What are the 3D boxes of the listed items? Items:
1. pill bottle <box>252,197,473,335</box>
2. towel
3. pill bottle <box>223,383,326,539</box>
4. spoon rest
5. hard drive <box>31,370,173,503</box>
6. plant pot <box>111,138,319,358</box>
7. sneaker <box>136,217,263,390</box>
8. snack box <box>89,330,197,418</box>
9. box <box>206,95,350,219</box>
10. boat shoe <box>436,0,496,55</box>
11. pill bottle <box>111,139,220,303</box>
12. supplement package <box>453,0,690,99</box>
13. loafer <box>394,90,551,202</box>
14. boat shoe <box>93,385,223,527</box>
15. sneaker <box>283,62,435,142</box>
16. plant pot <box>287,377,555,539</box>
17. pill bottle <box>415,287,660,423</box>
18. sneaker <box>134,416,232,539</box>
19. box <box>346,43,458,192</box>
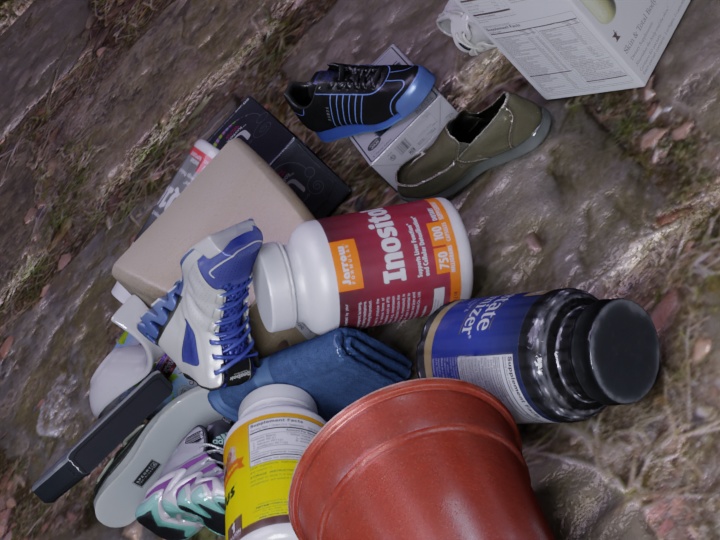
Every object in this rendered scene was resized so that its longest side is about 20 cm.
[{"bbox_3d":[0.000,0.000,1.583,0.199,0.113,0.113,-11,25,-13],"label":"pill bottle"},{"bbox_3d":[-0.051,0.111,1.609,0.200,0.111,0.049,-23,47,41],"label":"towel"},{"bbox_3d":[-0.072,0.202,1.511,0.109,0.109,0.200,-35,36,22],"label":"pill bottle"},{"bbox_3d":[-0.249,0.101,1.772,0.099,0.061,0.200,-50,-7,-31],"label":"spoon rest"},{"bbox_3d":[-0.286,0.187,1.802,0.140,0.033,0.200,-45,3,-27],"label":"hard drive"},{"bbox_3d":[-0.101,0.017,1.722,0.200,0.200,0.177,-47,41,-10],"label":"plant pot"},{"bbox_3d":[-0.129,0.045,1.555,0.080,0.115,0.199,-26,-16,-41],"label":"sneaker"},{"bbox_3d":[-0.207,0.077,1.921,0.168,0.068,0.200,2,55,54],"label":"snack box"},{"bbox_3d":[-0.115,-0.115,1.994,0.122,0.106,0.200,-48,28,1],"label":"box"},{"bbox_3d":[0.135,-0.282,1.895,0.066,0.072,0.200,-50,27,5],"label":"boat shoe"},{"bbox_3d":[-0.186,-0.035,1.830,0.200,0.114,0.114,-58,28,1],"label":"pill bottle"},{"bbox_3d":[0.212,-0.301,1.670,0.150,0.200,0.152,-1,53,54],"label":"supplement package"},{"bbox_3d":[0.109,-0.138,1.747,0.200,0.070,0.075,-28,34,32],"label":"loafer"},{"bbox_3d":[-0.225,0.192,1.798,0.200,0.071,0.064,-45,29,9],"label":"boat shoe"},{"bbox_3d":[-0.006,-0.201,1.851,0.200,0.078,0.070,-16,41,46],"label":"sneaker"},{"bbox_3d":[0.067,0.220,1.245,0.201,0.201,0.195,-42,37,10],"label":"plant pot"},{"bbox_3d":[0.149,0.073,1.379,0.200,0.112,0.112,-8,47,50],"label":"pill bottle"},{"bbox_3d":[-0.144,0.197,1.669,0.200,0.078,0.140,-12,45,47],"label":"sneaker"},{"bbox_3d":[0.043,-0.177,1.899,0.117,0.060,0.200,-45,28,6],"label":"box"}]
